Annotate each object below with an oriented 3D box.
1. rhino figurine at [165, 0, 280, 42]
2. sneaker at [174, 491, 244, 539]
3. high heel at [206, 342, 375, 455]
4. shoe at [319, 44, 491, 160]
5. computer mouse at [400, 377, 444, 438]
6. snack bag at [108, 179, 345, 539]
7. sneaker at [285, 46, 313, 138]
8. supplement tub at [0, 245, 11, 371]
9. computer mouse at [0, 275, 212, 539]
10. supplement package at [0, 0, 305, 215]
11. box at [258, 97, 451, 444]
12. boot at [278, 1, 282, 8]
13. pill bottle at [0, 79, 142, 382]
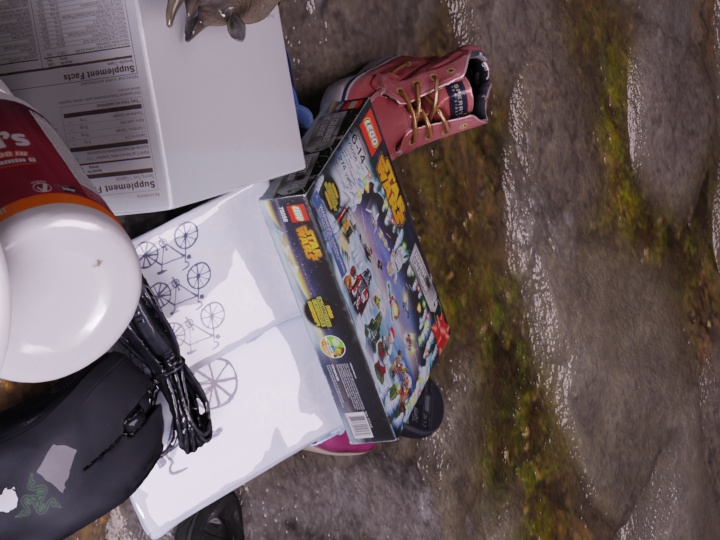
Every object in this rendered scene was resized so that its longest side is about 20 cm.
[{"bbox_3d":[-0.062,-0.198,1.386,0.200,0.060,0.088,-52,139,-44],"label":"rhino figurine"},{"bbox_3d":[-0.081,0.242,1.548,0.060,0.104,0.200,36,58,-48],"label":"sneaker"},{"bbox_3d":[-0.050,0.076,1.638,0.200,0.067,0.097,17,84,-51],"label":"high heel"},{"bbox_3d":[0.037,-0.123,1.729,0.200,0.091,0.072,-51,128,-64],"label":"shoe"},{"bbox_3d":[-0.004,0.077,1.750,0.200,0.034,0.059,36,49,-41],"label":"computer mouse"},{"bbox_3d":[-0.102,0.060,1.543,0.188,0.021,0.201,-28,110,-29],"label":"snack bag"},{"bbox_3d":[-0.056,-0.078,1.636,0.074,0.082,0.201,1,85,-54],"label":"sneaker"},{"bbox_3d":[-0.293,0.019,1.167,0.144,0.199,0.145,7,82,-55],"label":"supplement tub"},{"bbox_3d":[-0.169,0.102,1.439,0.200,0.053,0.139,-41,118,-34],"label":"computer mouse"},{"bbox_3d":[-0.149,-0.143,1.440,0.152,0.150,0.201,-21,104,-56],"label":"supplement package"},{"bbox_3d":[0.000,0.000,1.598,0.137,0.040,0.200,-61,137,-52],"label":"box"},{"bbox_3d":[-0.102,-0.154,1.582,0.074,0.075,0.201,31,63,-53],"label":"boot"},{"bbox_3d":[-0.206,-0.034,1.296,0.109,0.200,0.110,-16,128,-21],"label":"pill bottle"}]
